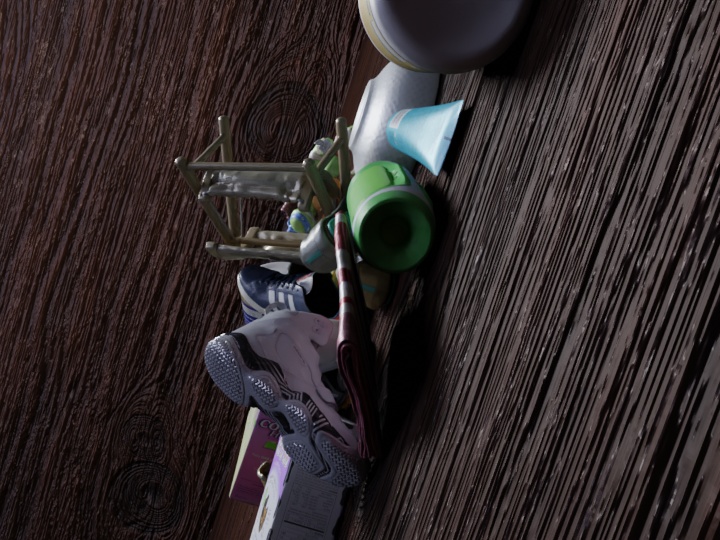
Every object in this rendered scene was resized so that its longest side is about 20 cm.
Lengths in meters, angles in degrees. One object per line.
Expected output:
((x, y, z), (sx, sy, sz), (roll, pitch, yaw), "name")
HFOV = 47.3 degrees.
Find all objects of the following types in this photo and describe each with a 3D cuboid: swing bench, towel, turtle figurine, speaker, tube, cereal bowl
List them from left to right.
((-0.108, -0.086, 1.090), (0.130, 0.196, 0.203), (-58, -36, -47), "swing bench")
((-0.016, -0.132, 1.228), (0.200, 0.143, 0.195), (-51, 5, 46), "turtle figurine")
((-0.007, 0.056, 0.776), (0.201, 0.022, 0.146), (-95, -5, -54), "towel")
((0.036, -0.199, 1.114), (0.200, 0.082, 0.203), (-162, 90, -83), "cereal bowl")
((0.029, -0.061, 0.864), (0.200, 0.087, 0.090), (-99, 27, -73), "speaker")
((0.072, -0.152, 0.912), (0.200, 0.050, 0.079), (-129, 52, -75), "tube")

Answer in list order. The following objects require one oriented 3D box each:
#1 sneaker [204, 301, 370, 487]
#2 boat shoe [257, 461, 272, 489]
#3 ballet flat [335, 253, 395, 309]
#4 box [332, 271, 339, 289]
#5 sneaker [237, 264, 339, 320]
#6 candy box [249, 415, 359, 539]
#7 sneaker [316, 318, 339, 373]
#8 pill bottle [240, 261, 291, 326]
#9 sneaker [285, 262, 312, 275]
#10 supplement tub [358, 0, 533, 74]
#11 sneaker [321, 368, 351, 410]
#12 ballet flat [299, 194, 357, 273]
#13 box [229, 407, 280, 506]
((-0.049, 0.113, 0.812), (0.115, 0.199, 0.076), (-40, -16, -41), "sneaker")
((-0.100, 0.275, 1.084), (0.072, 0.075, 0.203), (-94, 22, -69), "boat shoe")
((0.000, 0.000, 1.011), (0.200, 0.062, 0.070), (-139, 65, -82), "ballet flat")
((-0.031, 0.029, 1.230), (0.200, 0.048, 0.119), (-99, 25, -76), "box")
((-0.079, 0.026, 1.074), (0.075, 0.198, 0.086), (-39, -34, -43), "sneaker")
((-0.067, 0.256, 0.910), (0.168, 0.070, 0.203), (153, 134, -79), "candy box")
((-0.093, 0.100, 0.961), (0.200, 0.084, 0.074), (-38, 45, 43), "sneaker")
((-0.126, 0.099, 1.327), (0.116, 0.113, 0.203), (-87, -6, -62), "pill bottle")
((-0.102, 0.086, 1.166), (0.085, 0.072, 0.202), (125, 164, -54), "sneaker")
((0.071, -0.258, 0.763), (0.200, 0.142, 0.147), (-108, 36, -76), "supplement tub")
((-0.046, 0.132, 1.013), (0.201, 0.076, 0.079), (121, 167, -53), "sneaker")
((-0.016, -0.049, 0.991), (0.063, 0.068, 0.200), (-39, 0, 29), "ballet flat")
((-0.114, 0.219, 1.227), (0.177, 0.095, 0.202), (-85, 14, -59), "box")
